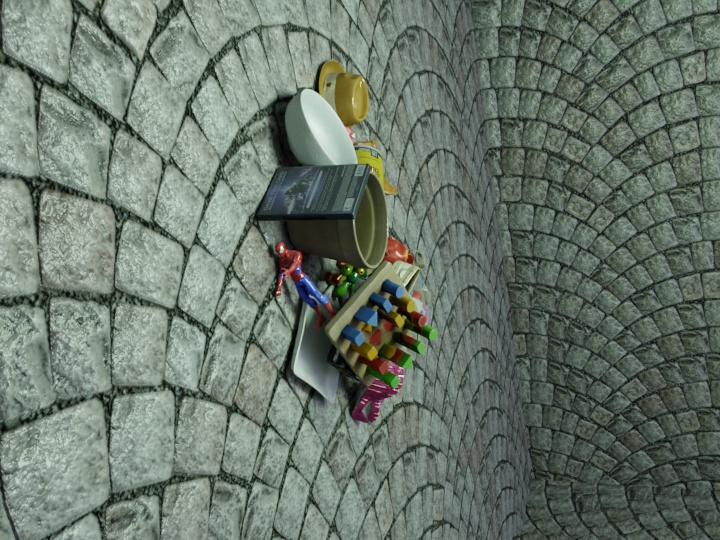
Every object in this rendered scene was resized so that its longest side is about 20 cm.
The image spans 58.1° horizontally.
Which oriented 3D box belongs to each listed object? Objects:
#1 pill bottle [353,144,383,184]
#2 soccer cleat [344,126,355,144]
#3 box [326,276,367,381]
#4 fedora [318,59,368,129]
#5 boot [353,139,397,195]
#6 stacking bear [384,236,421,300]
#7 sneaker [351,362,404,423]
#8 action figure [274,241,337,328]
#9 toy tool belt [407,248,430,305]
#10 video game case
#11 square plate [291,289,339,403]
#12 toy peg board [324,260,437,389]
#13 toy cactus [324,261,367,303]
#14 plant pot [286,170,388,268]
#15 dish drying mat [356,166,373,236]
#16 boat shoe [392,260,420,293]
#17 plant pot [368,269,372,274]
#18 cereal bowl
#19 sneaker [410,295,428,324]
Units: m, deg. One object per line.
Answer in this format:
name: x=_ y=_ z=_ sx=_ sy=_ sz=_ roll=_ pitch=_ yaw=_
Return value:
pill bottle: x=0.002 y=-0.189 z=1.543 sx=0.112 sy=0.111 sz=0.203 roll=49 pitch=34 yaw=-54
soccer cleat: x=-0.066 y=-0.234 z=1.493 sx=0.066 sy=0.076 sz=0.203 roll=16 pitch=86 yaw=-39
box: x=0.003 y=0.138 z=1.468 sx=0.193 sy=0.047 sz=0.202 roll=52 pitch=57 yaw=-67
fedora: x=-0.031 y=-0.414 z=1.569 sx=0.200 sy=0.081 sz=0.204 roll=-4 pitch=90 yaw=-67
boot: x=0.042 y=-0.272 z=1.730 sx=0.200 sy=0.070 sz=0.146 roll=-9 pitch=97 yaw=-62
stacking bear: x=0.090 y=0.011 z=1.714 sx=0.122 sy=0.112 sz=0.202 roll=-59 pitch=147 yaw=-52
sneaker: x=0.038 y=0.271 z=1.559 sx=0.081 sy=0.201 sz=0.089 roll=24 pitch=32 yaw=-16
action figure: x=-0.124 y=0.041 z=1.284 sx=0.202 sy=0.065 sz=0.099 roll=61 pitch=36 yaw=-19
toy tool belt: x=0.127 y=0.013 z=1.859 sx=0.123 sy=0.123 sz=0.202 roll=-116 pitch=-170 yaw=-61
video game case: x=-0.089 y=-0.151 z=1.248 sx=0.019 sy=0.197 sz=0.144 roll=69 pitch=28 yaw=-45
square plate: x=-0.091 y=0.161 z=1.405 sx=0.198 sy=0.028 sz=0.202 roll=53 pitch=40 yaw=-53
toy peg board: x=0.058 y=0.126 z=1.352 sx=0.200 sy=0.097 sz=0.200 roll=-48 pitch=132 yaw=-19
toy cactus: x=0.000 y=0.000 z=1.512 sx=0.166 sy=0.102 sz=0.200 roll=-53 pitch=155 yaw=-5
plant pot: x=-0.053 y=-0.101 z=1.350 sx=0.200 sy=0.171 sz=0.203 roll=-2 pitch=90 yaw=-68
dish drying mat: x=-0.011 y=-0.129 z=1.444 sx=0.018 sy=0.076 sz=0.203 roll=14 pitch=79 yaw=-69
boat shoe: x=0.079 y=0.071 z=1.461 sx=0.072 sy=0.064 sz=0.202 roll=68 pitch=41 yaw=-58
plant pot: x=-0.002 y=-0.089 z=1.654 sx=0.199 sy=0.027 sz=0.203 roll=-5 pitch=90 yaw=-66
cereal bowl: x=-0.094 y=-0.273 z=1.367 sx=0.200 sy=0.083 sz=0.202 roll=46 pitch=27 yaw=-32
sneaker: x=0.086 y=0.086 z=1.634 sx=0.200 sy=0.088 sz=0.081 roll=43 pitch=34 yaw=-32
